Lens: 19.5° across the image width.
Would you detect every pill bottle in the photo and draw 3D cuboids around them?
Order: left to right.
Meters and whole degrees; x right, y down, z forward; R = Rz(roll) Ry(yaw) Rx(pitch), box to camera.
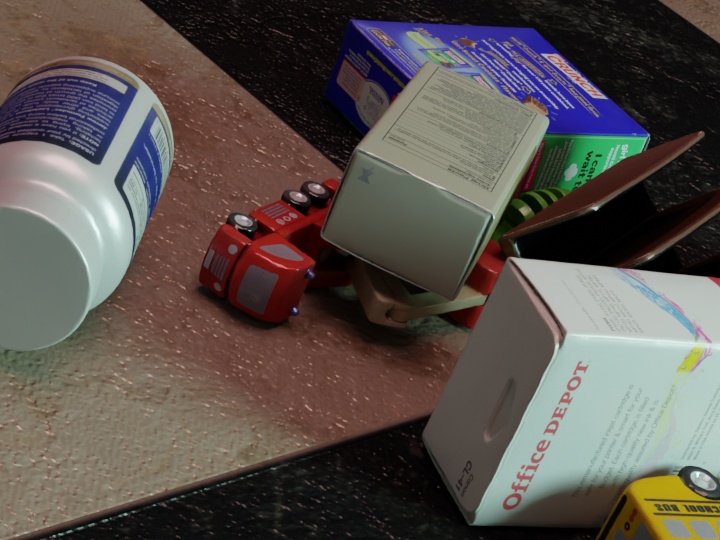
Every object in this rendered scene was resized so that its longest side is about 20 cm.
[{"bbox_3d":[-0.185,-0.041,1.261,0.115,0.116,0.200,21,28,-4],"label":"pill bottle"}]

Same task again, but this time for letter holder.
[{"bbox_3d":[0.216,-0.028,1.466,0.200,0.142,0.101,-31,97,-52],"label":"letter holder"}]

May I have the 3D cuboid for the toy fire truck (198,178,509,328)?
[{"bbox_3d":[0.000,0.000,1.398,0.141,0.049,0.200,34,30,19],"label":"toy fire truck"}]

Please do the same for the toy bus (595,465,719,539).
[{"bbox_3d":[0.235,0.168,1.271,0.199,0.065,0.078,5,33,-30],"label":"toy bus"}]

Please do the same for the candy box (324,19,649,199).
[{"bbox_3d":[0.100,-0.123,1.652,0.199,0.077,0.169,-3,37,-38],"label":"candy box"}]

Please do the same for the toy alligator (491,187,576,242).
[{"bbox_3d":[0.150,-0.039,1.570,0.199,0.054,0.059,-12,45,-47],"label":"toy alligator"}]

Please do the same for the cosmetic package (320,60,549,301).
[{"bbox_3d":[0.054,-0.065,1.421,0.105,0.071,0.200,27,27,6],"label":"cosmetic package"}]

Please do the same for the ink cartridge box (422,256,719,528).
[{"bbox_3d":[0.159,0.078,1.281,0.199,0.148,0.086,7,32,-29],"label":"ink cartridge box"}]
